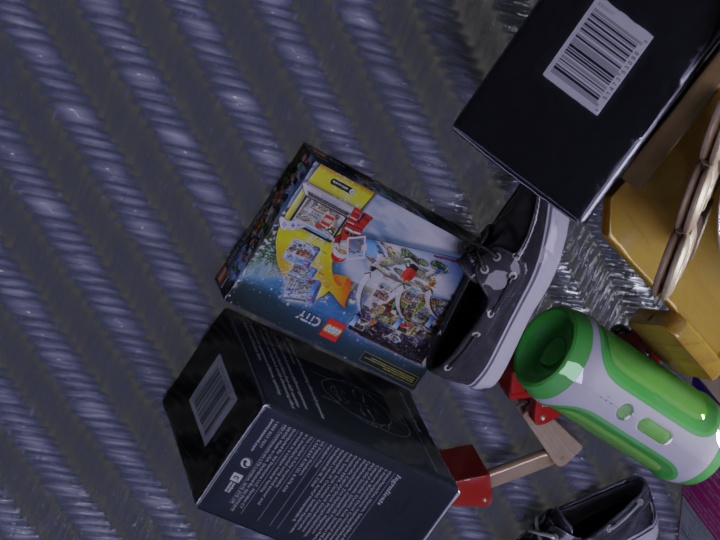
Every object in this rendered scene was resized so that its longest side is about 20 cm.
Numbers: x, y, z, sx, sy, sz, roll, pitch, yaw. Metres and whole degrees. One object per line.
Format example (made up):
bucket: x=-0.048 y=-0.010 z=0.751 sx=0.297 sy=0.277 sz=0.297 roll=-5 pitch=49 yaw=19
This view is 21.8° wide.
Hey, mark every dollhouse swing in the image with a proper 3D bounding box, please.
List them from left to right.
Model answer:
dollhouse swing: x=0.283 y=-0.044 z=1.542 sx=0.176 sy=0.182 sz=0.200 roll=43 pitch=86 yaw=-5

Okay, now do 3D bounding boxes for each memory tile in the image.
memory tile: x=0.249 y=-0.064 z=1.348 sx=0.017 sy=0.200 sz=0.155 roll=20 pitch=106 yaw=11

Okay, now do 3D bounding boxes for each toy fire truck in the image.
toy fire truck: x=0.164 y=0.128 z=1.640 sx=0.198 sy=0.049 sz=0.142 roll=-7 pitch=121 yaw=-16

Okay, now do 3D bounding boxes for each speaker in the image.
speaker: x=0.221 y=0.106 z=1.566 sx=0.199 sy=0.089 sz=0.089 roll=32 pitch=105 yaw=-30

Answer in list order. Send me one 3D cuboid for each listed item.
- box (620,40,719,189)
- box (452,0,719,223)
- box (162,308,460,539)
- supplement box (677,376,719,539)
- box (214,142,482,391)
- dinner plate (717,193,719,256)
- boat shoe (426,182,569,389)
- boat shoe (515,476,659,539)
box: x=0.267 y=-0.161 z=1.333 sx=0.021 sy=0.164 sz=0.200 roll=37 pitch=147 yaw=3
box: x=0.183 y=-0.160 z=1.378 sx=0.124 sy=0.197 sz=0.201 roll=37 pitch=105 yaw=5
box: x=-0.042 y=0.143 z=1.521 sx=0.199 sy=0.149 sz=0.108 roll=26 pitch=109 yaw=-28
supplement box: x=0.361 y=0.194 z=1.713 sx=0.100 sy=0.104 sz=0.202 roll=-10 pitch=123 yaw=-14
box: x=0.000 y=0.000 z=1.520 sx=0.199 sy=0.038 sz=0.137 roll=27 pitch=107 yaw=-29
dinner plate: x=0.329 y=-0.068 z=1.432 sx=0.199 sy=0.024 sz=0.202 roll=-17 pitch=115 yaw=-40
boat shoe: x=0.105 y=0.004 z=1.500 sx=0.066 sy=0.070 sz=0.201 roll=9 pitch=120 yaw=-26
boat shoe: x=0.180 y=0.247 z=1.700 sx=0.198 sy=0.072 sz=0.068 roll=-22 pitch=125 yaw=-8
